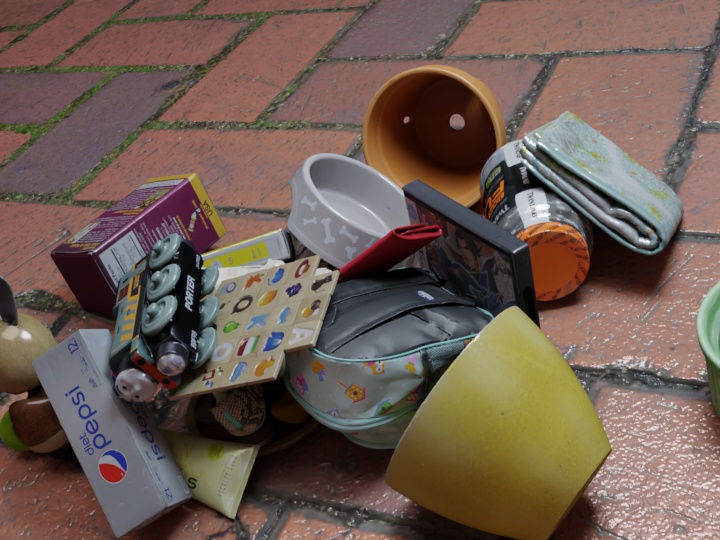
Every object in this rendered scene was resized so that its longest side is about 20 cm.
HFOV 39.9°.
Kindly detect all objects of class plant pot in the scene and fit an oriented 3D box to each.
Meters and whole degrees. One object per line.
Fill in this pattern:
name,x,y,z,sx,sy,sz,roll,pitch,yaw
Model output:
plant pot,0.117,-0.191,1.380,0.197,0.203,0.140,0,20,23
plant pot,0.138,0.156,0.885,0.141,0.201,0.200,36,56,20

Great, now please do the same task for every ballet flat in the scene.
ballet flat,-0.145,0.089,1.065,0.068,0.075,0.201,-37,36,14

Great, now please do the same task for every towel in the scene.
towel,0.290,-0.108,1.169,0.199,0.048,0.171,40,32,10

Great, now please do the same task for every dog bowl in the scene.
dog bowl,-0.007,-0.075,1.267,0.198,0.059,0.201,25,29,-15

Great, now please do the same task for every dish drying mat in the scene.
dish drying mat,0.000,0.000,1.080,0.076,0.018,0.199,-12,-16,-44

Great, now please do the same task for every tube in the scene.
tube,-0.198,0.202,1.063,0.197,0.059,0.052,10,22,31

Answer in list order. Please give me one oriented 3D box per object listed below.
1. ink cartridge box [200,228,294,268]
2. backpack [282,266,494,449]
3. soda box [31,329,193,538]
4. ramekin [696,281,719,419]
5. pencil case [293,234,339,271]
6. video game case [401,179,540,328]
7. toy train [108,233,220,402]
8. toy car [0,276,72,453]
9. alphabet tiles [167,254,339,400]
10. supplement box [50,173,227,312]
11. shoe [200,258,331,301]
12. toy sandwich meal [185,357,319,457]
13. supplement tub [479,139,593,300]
ink cartridge box,-0.184,-0.005,1.277,0.197,0.048,0.198,-16,3,-2
backpack,0.017,0.090,1.024,0.197,0.156,0.176,-6,27,-31
soda box,-0.253,0.162,1.010,0.068,0.202,0.063,-32,-10,11
ramekin,0.417,0.084,0.921,0.197,0.099,0.201,-11,35,8
pencil case,-0.046,-0.046,1.324,0.088,0.078,0.201,-25,32,13
video game case,0.122,0.015,1.072,0.025,0.183,0.200,-27,35,-19
toy train,-0.207,0.049,1.025,0.113,0.085,0.201,-37,32,19
toy car,-0.369,0.088,1.124,0.163,0.201,0.158,-17,26,40
alphabet tiles,-0.116,0.056,1.007,0.197,0.006,0.168,-14,38,29
supplement box,-0.307,-0.039,1.384,0.130,0.104,0.200,2,36,47
shoe,-0.125,0.011,1.146,0.196,0.054,0.070,-6,-3,-6
toy sandwich meal,-0.112,0.123,1.120,0.202,0.071,0.206,-12,34,8
supplement tub,0.211,-0.062,1.196,0.120,0.124,0.201,-11,33,7
